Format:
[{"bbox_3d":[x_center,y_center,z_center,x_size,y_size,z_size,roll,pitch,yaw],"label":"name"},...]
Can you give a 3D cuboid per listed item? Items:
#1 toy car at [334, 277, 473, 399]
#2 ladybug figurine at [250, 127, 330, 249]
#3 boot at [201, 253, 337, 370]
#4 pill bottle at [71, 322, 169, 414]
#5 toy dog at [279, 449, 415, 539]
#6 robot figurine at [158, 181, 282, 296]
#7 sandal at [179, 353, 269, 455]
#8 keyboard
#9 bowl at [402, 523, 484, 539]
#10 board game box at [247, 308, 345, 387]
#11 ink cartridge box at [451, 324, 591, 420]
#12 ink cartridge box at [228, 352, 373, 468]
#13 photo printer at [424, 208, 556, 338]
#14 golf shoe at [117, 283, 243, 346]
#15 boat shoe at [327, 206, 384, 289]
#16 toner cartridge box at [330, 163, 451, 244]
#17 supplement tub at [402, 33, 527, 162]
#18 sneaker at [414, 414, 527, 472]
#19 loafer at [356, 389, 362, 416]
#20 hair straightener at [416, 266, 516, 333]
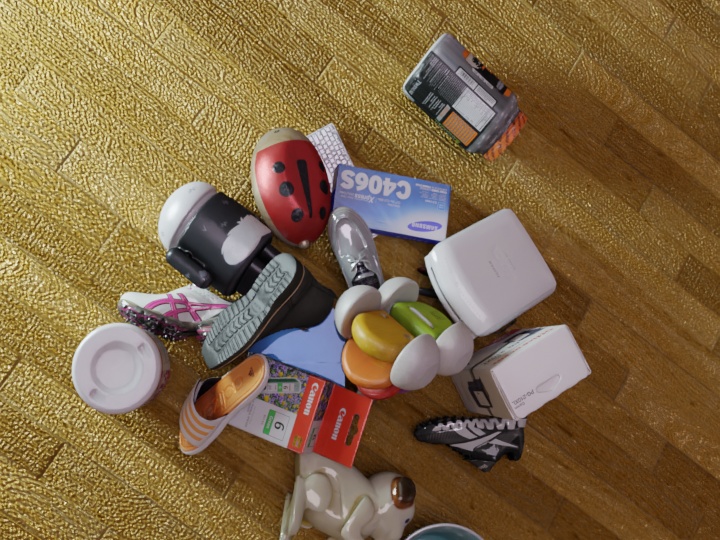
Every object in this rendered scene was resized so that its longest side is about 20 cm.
[{"bbox_3d":[0.053,0.115,1.011,0.197,0.153,0.174,-11,41,-47],"label":"toy car"},{"bbox_3d":[-0.103,-0.136,1.098,0.133,0.072,0.206,-9,80,-33],"label":"ladybug figurine"},{"bbox_3d":[-0.128,0.084,1.032,0.200,0.138,0.078,-43,54,8],"label":"boot"},{"bbox_3d":[-0.326,0.136,0.970,0.110,0.200,0.117,1,83,-11],"label":"pill bottle"},{"bbox_3d":[-0.013,0.352,1.057,0.194,0.141,0.197,14,47,-8],"label":"toy dog"},{"bbox_3d":[-0.213,-0.043,1.054,0.198,0.150,0.126,37,91,-1],"label":"robot figurine"},{"bbox_3d":[-0.216,0.185,1.011,0.206,0.059,0.080,-44,48,20],"label":"sandal"},{"bbox_3d":[-0.026,-0.145,1.163,0.055,0.011,0.204,-26,89,-13],"label":"keyboard"},{"bbox_3d":[0.113,0.485,1.068,0.195,0.105,0.207,1,83,-12],"label":"bowl"},{"bbox_3d":[-0.100,0.147,1.099,0.153,0.039,0.207,1,83,-2],"label":"board game box"},{"bbox_3d":[0.241,0.157,1.084,0.142,0.200,0.086,-28,89,-13],"label":"ink cartridge box"},{"bbox_3d":[-0.091,0.205,1.020,0.195,0.050,0.112,17,84,19],"label":"ink cartridge box"},{"bbox_3d":[0.207,0.006,1.132,0.197,0.069,0.169,-25,79,-29],"label":"photo printer"},{"bbox_3d":[-0.269,0.061,1.064,0.195,0.073,0.094,15,60,-16],"label":"golf shoe"},{"bbox_3d":[0.000,0.000,1.096,0.070,0.069,0.205,-15,105,-4],"label":"boat shoe"},{"bbox_3d":[0.048,-0.108,1.146,0.194,0.043,0.098,9,84,-11],"label":"toner cartridge box"},{"bbox_3d":[0.177,-0.286,1.165,0.199,0.122,0.123,41,77,-5],"label":"supplement tub"},{"bbox_3d":[0.183,0.282,1.126,0.194,0.066,0.093,0,81,-14],"label":"sneaker"},{"bbox_3d":[0.054,0.151,1.114,0.069,0.070,0.203,32,77,3],"label":"loafer"},{"bbox_3d":[0.177,0.061,1.171,0.195,0.041,0.079,20,80,-13],"label":"hair straightener"}]
